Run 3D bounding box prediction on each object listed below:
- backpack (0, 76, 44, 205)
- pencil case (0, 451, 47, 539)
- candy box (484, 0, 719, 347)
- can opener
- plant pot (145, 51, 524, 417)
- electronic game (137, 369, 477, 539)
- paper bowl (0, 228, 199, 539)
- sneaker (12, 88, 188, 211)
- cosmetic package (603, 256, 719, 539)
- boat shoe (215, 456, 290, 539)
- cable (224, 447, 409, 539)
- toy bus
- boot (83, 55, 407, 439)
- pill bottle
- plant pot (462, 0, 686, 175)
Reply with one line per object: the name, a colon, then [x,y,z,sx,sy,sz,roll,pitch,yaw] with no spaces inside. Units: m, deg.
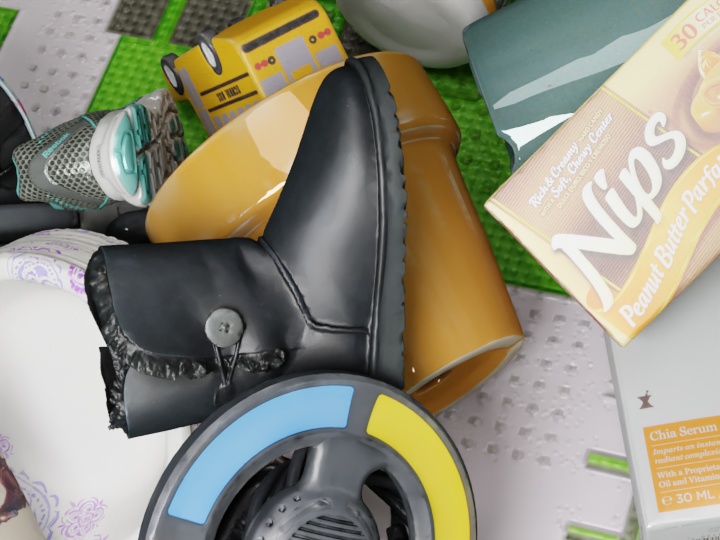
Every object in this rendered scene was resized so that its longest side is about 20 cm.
backpack: [-0.312,-0.057,1.249,0.200,0.178,0.151,-30,30,-16]
pencil case: [-0.236,0.141,1.099,0.089,0.078,0.200,-31,98,-46]
candy box: [0.181,-0.067,1.089,0.115,0.055,0.200,46,104,5]
can opener: [-0.192,-0.024,1.228,0.200,0.066,0.053,-6,70,-38]
plant pot: [0.000,0.000,1.166,0.200,0.200,0.183,-31,76,-9]
electronic game: [-0.025,0.151,1.014,0.200,0.200,0.042,-44,26,-16]
paper bowl: [-0.166,0.073,1.153,0.200,0.201,0.104,20,25,20]
sneaker: [-0.164,-0.073,1.216,0.091,0.200,0.078,-8,91,7]
cosmetic package: [0.203,0.070,1.145,0.101,0.071,0.200,-10,58,4]
boat shoe: [-0.085,0.193,1.121,0.074,0.073,0.200,11,62,16]
cable: [-0.009,0.187,1.080,0.163,0.051,0.200,32,70,-17]
toy bus: [-0.071,-0.129,1.257,0.065,0.200,0.078,-30,97,-17]
boot: [-0.063,-0.012,1.027,0.168,0.076,0.201,-3,101,-13]
pill bottle: [0.069,-0.249,1.331,0.116,0.116,0.200,16,64,18]
plant pot: [0.178,-0.117,1.200,0.196,0.200,0.200,-21,58,6]
